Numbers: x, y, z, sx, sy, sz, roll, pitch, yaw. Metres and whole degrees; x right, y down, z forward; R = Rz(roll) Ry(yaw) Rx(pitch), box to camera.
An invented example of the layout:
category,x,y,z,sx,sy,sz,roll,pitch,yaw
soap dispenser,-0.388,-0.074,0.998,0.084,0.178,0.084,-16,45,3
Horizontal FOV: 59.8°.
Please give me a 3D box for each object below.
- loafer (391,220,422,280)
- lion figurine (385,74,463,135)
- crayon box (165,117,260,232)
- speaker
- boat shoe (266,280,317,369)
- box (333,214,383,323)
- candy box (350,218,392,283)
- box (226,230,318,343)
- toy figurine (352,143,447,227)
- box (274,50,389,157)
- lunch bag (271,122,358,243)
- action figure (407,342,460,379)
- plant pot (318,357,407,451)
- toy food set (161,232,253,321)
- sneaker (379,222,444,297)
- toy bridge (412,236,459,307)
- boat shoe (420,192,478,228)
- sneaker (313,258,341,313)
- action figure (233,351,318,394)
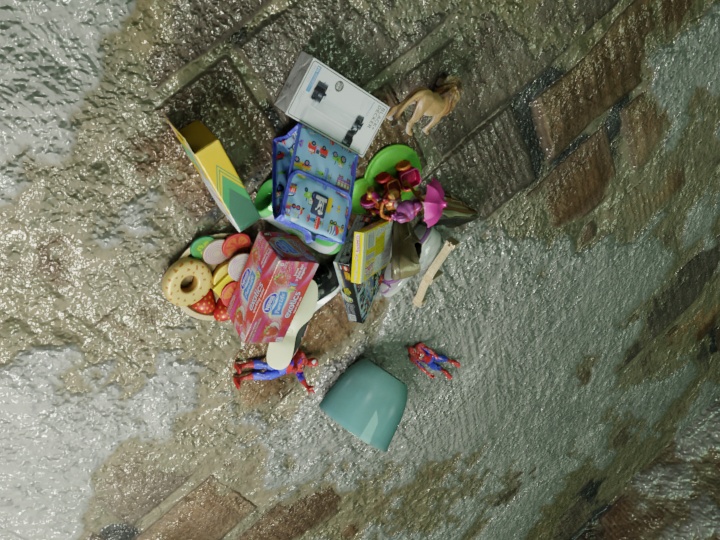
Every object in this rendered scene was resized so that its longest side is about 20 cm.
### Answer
category,x,y,z,sx,sy,sz,roll,pitch,yaw
loafer,0.101,-0.051,1.369,0.066,0.202,0.077,4,135,2
lion figurine,0.137,-0.338,1.264,0.123,0.073,0.200,-46,173,31
crayon box,-0.257,-0.180,1.105,0.051,0.126,0.201,-34,129,-11
speaker,-0.116,-0.106,1.264,0.199,0.088,0.089,30,98,-40
boat shoe,-0.144,0.106,1.320,0.073,0.063,0.204,21,98,-3
box,0.000,0.000,1.355,0.201,0.039,0.138,77,31,-49
candy box,0.027,-0.046,1.303,0.200,0.026,0.104,-32,130,-67
box,-0.175,0.035,1.222,0.094,0.100,0.202,5,123,-40
toy figurine,0.090,-0.151,1.304,0.198,0.184,0.152,-29,128,-14
box,-0.051,-0.315,1.201,0.198,0.060,0.118,23,103,-39
lunch bag,-0.092,-0.147,1.185,0.149,0.093,0.203,20,64,-38
action figure,0.204,0.251,1.667,0.199,0.099,0.066,29,98,-37
plant pot,0.022,0.314,1.530,0.200,0.200,0.162,38,82,-40
toy food set,-0.280,0.014,1.252,0.198,0.049,0.200,-44,130,-3
sneaker,0.126,-0.012,1.478,0.201,0.075,0.099,-52,134,5
toy bridge,0.172,0.013,1.505,0.067,0.027,0.202,-30,152,-54
boat shoe,0.206,-0.145,1.449,0.199,0.075,0.075,-2,75,-51
sneaker,-0.107,0.032,1.359,0.200,0.076,0.088,-46,125,-1
action figure,-0.174,0.236,1.409,0.197,0.099,0.066,-9,122,-31
